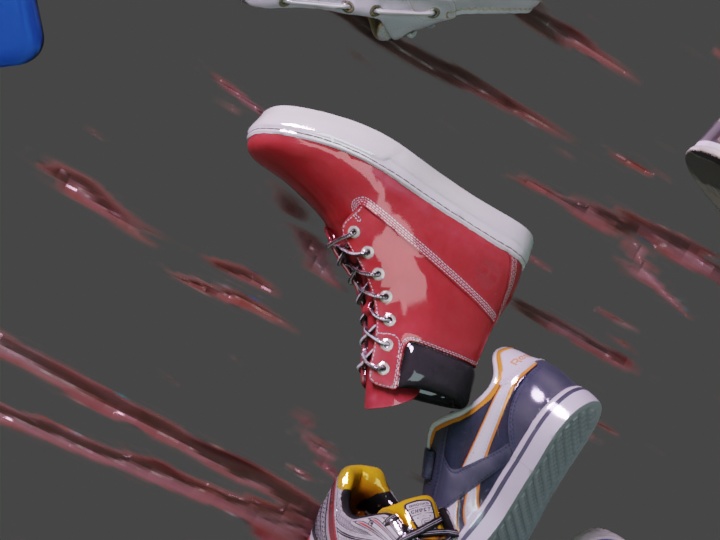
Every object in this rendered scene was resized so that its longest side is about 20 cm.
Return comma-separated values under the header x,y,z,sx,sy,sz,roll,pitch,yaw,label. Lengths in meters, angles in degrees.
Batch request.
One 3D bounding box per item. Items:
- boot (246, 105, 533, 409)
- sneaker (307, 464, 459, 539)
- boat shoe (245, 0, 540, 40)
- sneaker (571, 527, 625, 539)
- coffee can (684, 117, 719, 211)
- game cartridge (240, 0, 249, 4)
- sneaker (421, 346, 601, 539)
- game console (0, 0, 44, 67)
x,y,z,sx,sy,sz,roll,pitch,yaw,label
0.000,0.000,0.795,0.199,0.072,0.146,29,74,-15,boot
0.030,0.184,0.783,0.077,0.199,0.083,5,106,-38,sneaker
0.021,-0.176,0.795,0.197,0.071,0.070,5,124,-20,boat shoe
0.235,0.246,0.872,0.198,0.111,0.077,30,93,-13,sneaker
0.325,-0.100,0.813,0.146,0.146,0.200,42,91,-13,coffee can
-0.087,-0.279,0.775,0.128,0.038,0.202,21,95,-8,game cartridge
0.077,0.142,0.851,0.079,0.078,0.201,40,110,30,sneaker
-0.298,-0.213,0.758,0.197,0.119,0.173,-8,69,-8,game console
